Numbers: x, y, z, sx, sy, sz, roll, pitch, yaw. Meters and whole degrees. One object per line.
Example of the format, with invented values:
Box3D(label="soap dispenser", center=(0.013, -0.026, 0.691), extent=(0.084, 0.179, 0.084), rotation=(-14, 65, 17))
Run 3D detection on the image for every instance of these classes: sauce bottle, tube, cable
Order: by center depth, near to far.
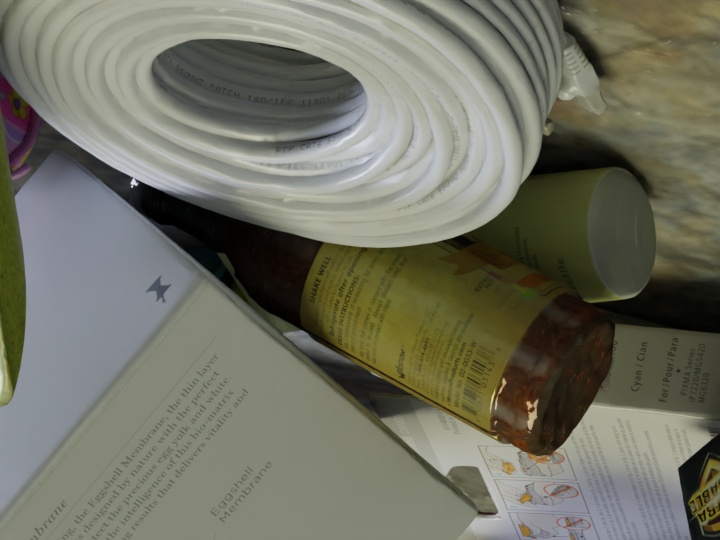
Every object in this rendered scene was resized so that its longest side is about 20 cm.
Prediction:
Box3D(label="cable", center=(-0.030, -0.079, 0.872), extent=(0.199, 0.070, 0.200), rotation=(2, 153, 21))
Box3D(label="sauce bottle", center=(0.000, 0.000, 0.969), extent=(0.199, 0.066, 0.066), rotation=(29, 161, 22))
Box3D(label="tube", center=(0.022, -0.006, 1.024), extent=(0.199, 0.058, 0.052), rotation=(-4, 179, 37))

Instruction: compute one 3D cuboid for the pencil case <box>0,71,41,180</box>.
Box3D(label="pencil case", center=(-0.206, -0.046, 1.002), extent=(0.087, 0.088, 0.200), rotation=(30, 150, -33))

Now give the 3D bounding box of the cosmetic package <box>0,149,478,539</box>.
Box3D(label="cosmetic package", center=(-0.097, 0.099, 0.991), extent=(0.123, 0.200, 0.200), rotation=(38, 176, 44))

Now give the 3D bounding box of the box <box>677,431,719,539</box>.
Box3D(label="box", center=(0.247, 0.066, 0.986), extent=(0.199, 0.046, 0.159), rotation=(4, 150, -25))

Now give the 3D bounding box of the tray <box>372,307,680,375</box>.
Box3D(label="tray", center=(0.109, 0.043, 1.115), extent=(0.199, 0.022, 0.107), rotation=(15, 154, -5))

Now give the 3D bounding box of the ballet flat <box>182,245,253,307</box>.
Box3D(label="ballet flat", center=(-0.139, 0.028, 1.135), extent=(0.199, 0.067, 0.067), rotation=(-1, 126, 20))

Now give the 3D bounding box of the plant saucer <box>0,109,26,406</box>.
Box3D(label="plant saucer", center=(-0.192, -0.070, 0.874), extent=(0.199, 0.048, 0.201), rotation=(15, 124, 32))

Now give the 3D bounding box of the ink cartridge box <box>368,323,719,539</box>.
Box3D(label="ink cartridge box", center=(0.111, 0.085, 1.123), extent=(0.175, 0.045, 0.200), rotation=(4, 153, 17))
